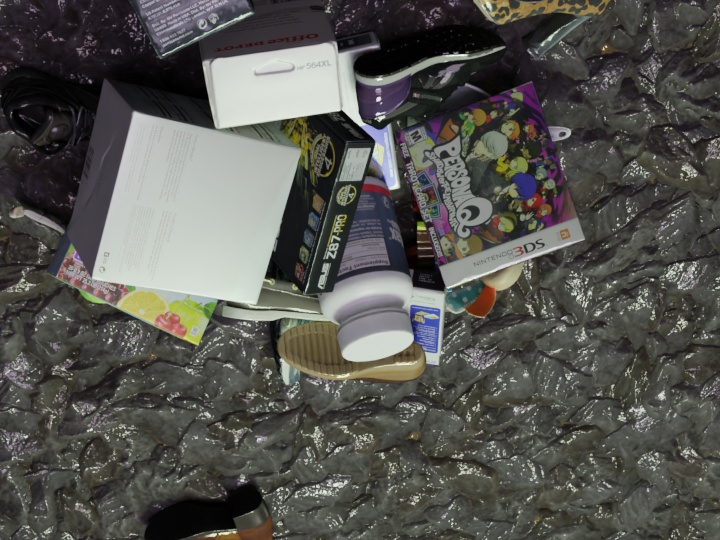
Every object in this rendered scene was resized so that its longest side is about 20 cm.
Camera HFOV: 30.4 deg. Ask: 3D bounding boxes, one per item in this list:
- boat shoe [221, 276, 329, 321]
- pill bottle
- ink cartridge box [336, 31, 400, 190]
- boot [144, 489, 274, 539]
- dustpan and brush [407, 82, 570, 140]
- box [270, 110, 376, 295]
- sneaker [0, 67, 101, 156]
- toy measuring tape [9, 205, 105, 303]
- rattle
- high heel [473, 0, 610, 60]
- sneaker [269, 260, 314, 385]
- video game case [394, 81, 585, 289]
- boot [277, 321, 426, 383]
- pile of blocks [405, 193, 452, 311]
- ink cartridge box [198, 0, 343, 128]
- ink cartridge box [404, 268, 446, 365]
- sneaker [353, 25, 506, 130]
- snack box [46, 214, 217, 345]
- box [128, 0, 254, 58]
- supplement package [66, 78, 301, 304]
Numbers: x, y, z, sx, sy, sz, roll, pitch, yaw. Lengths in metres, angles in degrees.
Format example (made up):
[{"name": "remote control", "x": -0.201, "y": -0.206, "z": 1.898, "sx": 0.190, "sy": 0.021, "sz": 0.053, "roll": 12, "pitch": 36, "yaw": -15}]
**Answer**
[{"name": "boat shoe", "x": -0.077, "y": 0.031, "z": 1.651, "sx": 0.199, "sy": 0.072, "sz": 0.061, "roll": 2, "pitch": 91, "yaw": -29}, {"name": "pill bottle", "x": 0.000, "y": 0.000, "z": 1.605, "sx": 0.118, "sy": 0.203, "sz": 0.120, "roll": -11, "pitch": 158, "yaw": -5}, {"name": "ink cartridge box", "x": -0.060, "y": -0.173, "z": 1.614, "sx": 0.197, "sy": 0.044, "sz": 0.201, "roll": -13, "pitch": 123, "yaw": -5}, {"name": "boot", "x": -0.208, "y": 0.420, "z": 1.961, "sx": 0.186, "sy": 0.069, "sz": 0.202, "roll": -19, "pitch": 131, "yaw": -7}, {"name": "dustpan and brush", "x": 0.160, "y": -0.175, "z": 1.643, "sx": 0.197, "sy": 0.057, "sz": 0.141, "roll": -5, "pitch": 122, "yaw": -8}, {"name": "box", "x": -0.063, "y": -0.099, "z": 1.539, "sx": 0.049, "sy": 0.161, "sz": 0.202, "roll": -5, "pitch": 126, "yaw": -34}, {"name": "sneaker", "x": -0.317, "y": -0.169, "z": 1.531, "sx": 0.197, "sy": 0.115, "sz": 0.077, "roll": 13, "pitch": 121, "yaw": -20}, {"name": "toy measuring tape", "x": -0.352, "y": -0.009, "z": 1.643, "sx": 0.198, "sy": 0.074, "sz": 0.074, "roll": 27, "pitch": 114, "yaw": -26}, {"name": "rattle", "x": 0.193, "y": -0.006, "z": 1.687, "sx": 0.128, "sy": 0.203, "sz": 0.143, "roll": -2, "pitch": 153, "yaw": 26}, {"name": "high heel", "x": 0.206, "y": -0.342, "z": 1.536, "sx": 0.142, "sy": 0.072, "sz": 0.199, "roll": -39, "pitch": 137, "yaw": 21}, {"name": "sneaker", "x": -0.072, "y": 0.065, "z": 1.743, "sx": 0.085, "sy": 0.078, "sz": 0.203, "roll": -2, "pitch": 122, "yaw": -13}, {"name": "video game case", "x": 0.154, "y": -0.101, "z": 1.593, "sx": 0.179, "sy": 0.036, "sz": 0.203, "roll": -18, "pitch": 89, "yaw": 4}, {"name": "boot", "x": -0.015, "y": 0.121, "z": 1.737, "sx": 0.196, "sy": 0.074, "sz": 0.166, "roll": 5, "pitch": 166, "yaw": -6}, {"name": "pile of blocks", "x": 0.088, "y": -0.025, "z": 1.711, "sx": 0.061, "sy": 0.082, "sz": 0.203, "roll": -1, "pitch": 121, "yaw": 2}, {"name": "ink cartridge box", "x": -0.105, "y": -0.244, "z": 1.469, "sx": 0.144, "sy": 0.201, "sz": 0.085, "roll": -9, "pitch": 123, "yaw": -4}, {"name": "ink cartridge box", "x": 0.064, "y": 0.061, "z": 1.747, "sx": 0.093, "sy": 0.038, "sz": 0.201, "roll": 9, "pitch": 148, "yaw": 6}, {"name": "sneaker", "x": 0.081, "y": -0.228, "z": 1.577, "sx": 0.197, "sy": 0.076, "sz": 0.089, "roll": -18, "pitch": 128, "yaw": -18}, {"name": "snack box", "x": -0.256, "y": -0.029, "z": 1.615, "sx": 0.198, "sy": 0.067, "sz": 0.171, "roll": 29, "pitch": 82, "yaw": -26}, {"name": "box", "x": -0.206, "y": -0.363, "z": 1.378, "sx": 0.116, "sy": 0.198, "sz": 0.202, "roll": -24, "pitch": 123, "yaw": 5}, {"name": "supplement package", "x": -0.202, "y": -0.089, "z": 1.491, "sx": 0.197, "sy": 0.147, "sz": 0.194, "roll": 10, "pitch": 108, "yaw": -27}]
